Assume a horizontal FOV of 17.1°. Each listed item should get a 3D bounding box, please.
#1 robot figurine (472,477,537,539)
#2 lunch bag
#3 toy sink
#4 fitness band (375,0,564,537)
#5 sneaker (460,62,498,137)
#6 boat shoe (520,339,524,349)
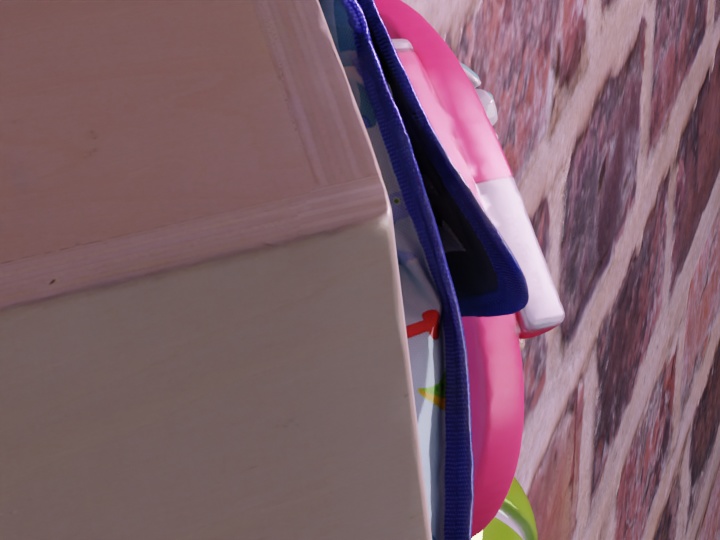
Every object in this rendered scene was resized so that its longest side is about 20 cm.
[{"bbox_3d":[0.018,0.157,1.045,0.176,0.115,0.201,55,33,-46],"label":"robot figurine"},{"bbox_3d":[-0.032,0.017,0.710,0.170,0.126,0.202,172,-82,-75],"label":"lunch bag"},{"bbox_3d":[-0.094,0.022,0.535,0.112,0.199,0.131,-110,-172,-46],"label":"toy sink"},{"bbox_3d":[0.000,0.000,0.830,0.037,0.144,0.201,-8,70,-38],"label":"fitness band"},{"bbox_3d":[0.011,0.005,1.088,0.091,0.077,0.201,-35,130,-49],"label":"sneaker"},{"bbox_3d":[0.010,-0.052,0.916,0.075,0.068,0.201,-28,102,-72],"label":"boat shoe"}]
